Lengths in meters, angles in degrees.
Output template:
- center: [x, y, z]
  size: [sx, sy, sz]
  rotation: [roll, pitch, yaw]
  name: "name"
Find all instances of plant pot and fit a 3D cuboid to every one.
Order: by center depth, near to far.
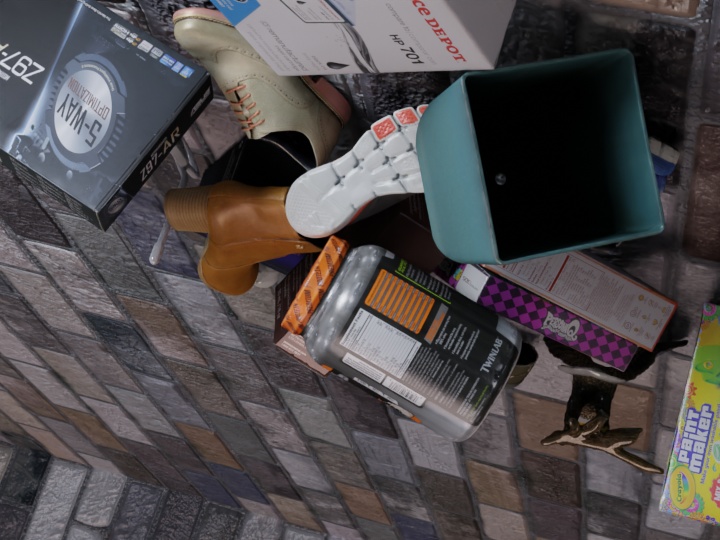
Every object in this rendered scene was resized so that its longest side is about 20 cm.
- center: [0.122, -0.079, 1.158]
  size: [0.140, 0.142, 0.200]
  rotation: [-11, 180, -17]
  name: "plant pot"

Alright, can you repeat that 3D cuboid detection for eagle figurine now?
- center: [0.254, 0.113, 1.545]
  size: [0.152, 0.201, 0.151]
  rotation: [42, 135, -19]
  name: "eagle figurine"

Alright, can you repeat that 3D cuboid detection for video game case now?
- center: [0.156, 0.023, 1.457]
  size: [0.199, 0.036, 0.181]
  rotation: [24, -173, -30]
  name: "video game case"

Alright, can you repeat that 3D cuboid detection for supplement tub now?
- center: [0.036, 0.058, 1.317]
  size: [0.199, 0.123, 0.123]
  rotation: [31, 159, -2]
  name: "supplement tub"

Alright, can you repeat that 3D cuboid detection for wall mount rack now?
- center: [-0.214, -0.115, 1.379]
  size: [0.074, 0.174, 0.200]
  rotation: [-27, 148, 5]
  name: "wall mount rack"

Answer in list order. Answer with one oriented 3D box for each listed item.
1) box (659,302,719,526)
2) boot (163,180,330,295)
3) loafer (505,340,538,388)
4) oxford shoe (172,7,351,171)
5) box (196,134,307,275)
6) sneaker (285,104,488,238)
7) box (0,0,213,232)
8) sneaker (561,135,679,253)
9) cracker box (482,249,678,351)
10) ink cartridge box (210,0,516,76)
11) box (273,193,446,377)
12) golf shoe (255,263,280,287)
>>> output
- center: [0.372, 0.149, 1.419]
  size: [0.121, 0.201, 0.193]
  rotation: [13, 177, 14]
  name: "box"
- center: [-0.093, -0.025, 1.423]
  size: [0.143, 0.071, 0.201]
  rotation: [4, 156, 21]
  name: "boot"
- center: [0.128, 0.074, 1.706]
  size: [0.199, 0.076, 0.070]
  rotation: [23, 148, -24]
  name: "loafer"
- center: [-0.089, -0.159, 1.279]
  size: [0.200, 0.074, 0.071]
  rotation: [32, 155, -32]
  name: "oxford shoe"
- center: [-0.067, -0.052, 1.532]
  size: [0.199, 0.079, 0.141]
  rotation: [25, 161, -17]
  name: "box"
- center: [0.027, -0.095, 1.314]
  size: [0.199, 0.078, 0.082]
  rotation: [-22, 178, 18]
  name: "sneaker"
- center: [-0.252, -0.152, 1.247]
  size: [0.199, 0.161, 0.044]
  rotation: [33, 162, 11]
  name: "box"
- center: [0.192, -0.062, 1.259]
  size: [0.078, 0.090, 0.200]
  rotation: [25, 165, -17]
  name: "sneaker"
- center: [0.188, -0.002, 1.389]
  size: [0.199, 0.058, 0.134]
  rotation: [27, -173, -19]
  name: "cracker box"
- center: [-0.005, -0.216, 1.052]
  size: [0.199, 0.086, 0.146]
  rotation: [5, 155, 35]
  name: "ink cartridge box"
- center: [0.000, 0.000, 1.423]
  size: [0.075, 0.100, 0.200]
  rotation: [35, 116, -23]
  name: "box"
- center: [-0.139, -0.012, 1.672]
  size: [0.075, 0.092, 0.200]
  rotation: [12, 160, 13]
  name: "golf shoe"
